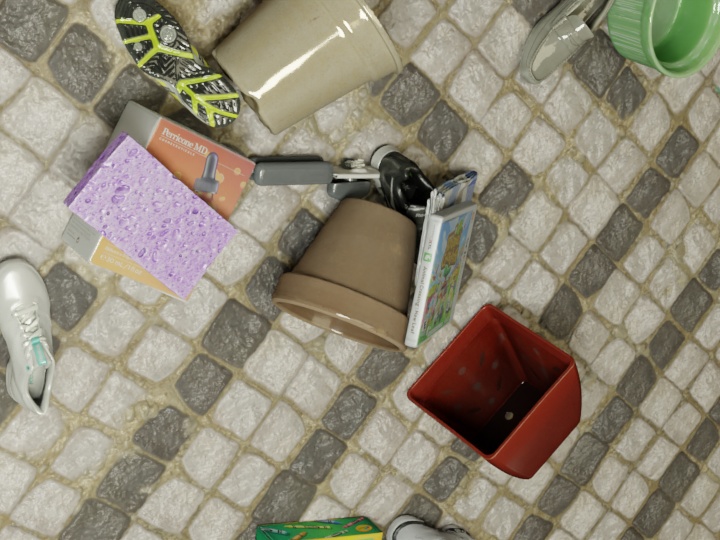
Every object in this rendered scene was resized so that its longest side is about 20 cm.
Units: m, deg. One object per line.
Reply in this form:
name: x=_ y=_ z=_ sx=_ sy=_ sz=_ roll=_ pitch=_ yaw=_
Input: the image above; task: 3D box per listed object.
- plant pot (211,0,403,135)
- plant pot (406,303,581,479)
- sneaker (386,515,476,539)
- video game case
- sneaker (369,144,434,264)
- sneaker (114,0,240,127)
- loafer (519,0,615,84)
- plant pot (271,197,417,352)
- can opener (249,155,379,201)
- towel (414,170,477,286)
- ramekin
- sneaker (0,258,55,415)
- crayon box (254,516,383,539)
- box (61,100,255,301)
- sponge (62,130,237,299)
plant pot: x=-0.079 y=-0.278 z=1.588 sx=0.183 sy=0.200 sz=0.200 roll=-37 pitch=124 yaw=-1
plant pot: x=0.231 y=0.209 z=1.960 sx=0.200 sy=0.200 sz=0.176 roll=-48 pitch=136 yaw=-8
sneaker: x=0.142 y=0.463 z=2.037 sx=0.200 sy=0.115 sz=0.075 roll=25 pitch=94 yaw=-36
video game case: x=0.114 y=0.001 z=1.748 sx=0.200 sy=0.022 sz=0.182 roll=-24 pitch=127 yaw=-70
sneaker: x=0.077 y=-0.082 z=1.804 sx=0.066 sy=0.090 sz=0.200 roll=-33 pitch=122 yaw=-20
sneaker: x=-0.235 y=-0.256 z=1.560 sx=0.075 sy=0.076 sz=0.200 roll=-42 pitch=106 yaw=-9
loafer: x=0.310 y=-0.359 z=1.860 sx=0.070 sy=0.070 sz=0.200 roll=37 pitch=86 yaw=-36
plant pot: x=0.000 y=0.000 z=1.739 sx=0.200 sy=0.200 sz=0.175 roll=29 pitch=78 yaw=-36
can opener: x=-0.062 y=-0.127 z=1.724 sx=0.200 sy=0.053 sz=0.067 roll=1 pitch=108 yaw=-32
towel: x=0.126 y=-0.062 z=1.814 sx=0.200 sy=0.024 sz=0.147 roll=-34 pitch=136 yaw=-66
ramekin: x=0.468 y=-0.400 z=1.914 sx=0.200 sy=0.098 sz=0.200 roll=-18 pitch=120 yaw=-35
sneaker: x=-0.409 y=0.085 z=1.563 sx=0.075 sy=0.088 sz=0.200 roll=-15 pitch=115 yaw=-26
crayon box: x=-0.071 y=0.451 z=1.934 sx=0.200 sy=0.058 sz=0.119 roll=3 pitch=106 yaw=-33
box: x=-0.255 y=-0.087 z=1.584 sx=0.152 sy=0.106 sz=0.200 roll=24 pitch=95 yaw=-36
sponge: x=-0.249 y=-0.064 z=1.512 sx=0.112 sy=0.030 sz=0.200 roll=-51 pitch=126 yaw=-5
